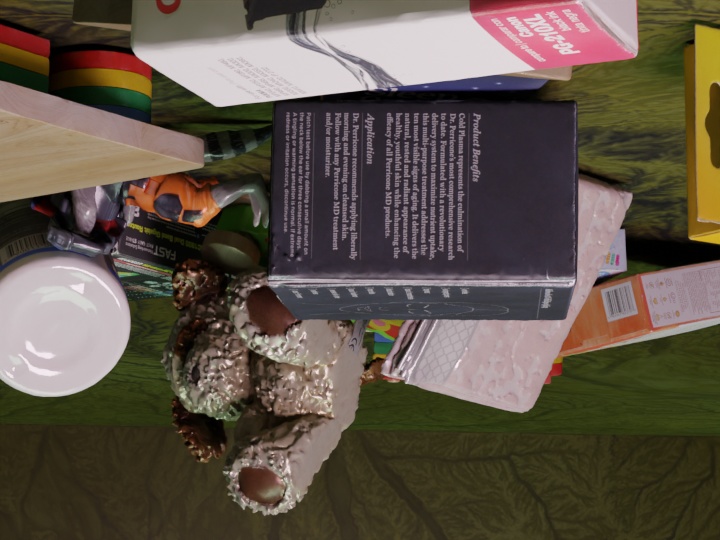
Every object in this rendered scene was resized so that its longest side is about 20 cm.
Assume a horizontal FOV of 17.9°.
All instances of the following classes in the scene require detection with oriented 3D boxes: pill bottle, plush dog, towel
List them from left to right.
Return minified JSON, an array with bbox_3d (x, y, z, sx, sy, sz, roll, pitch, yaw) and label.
[{"bbox_3d":[-0.242,0.002,1.721,0.113,0.115,0.200,3,-157,-16],"label":"pill bottle"},{"bbox_3d":[-0.084,0.074,1.831,0.171,0.202,0.160,13,-160,32],"label":"plush dog"},{"bbox_3d":[0.120,0.011,1.787,0.032,0.201,0.190,33,-168,37],"label":"towel"}]

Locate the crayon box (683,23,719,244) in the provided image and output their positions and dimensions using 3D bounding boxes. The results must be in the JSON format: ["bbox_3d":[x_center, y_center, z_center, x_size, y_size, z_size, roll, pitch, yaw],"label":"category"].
[{"bbox_3d":[0.270,-0.077,1.446,0.199,0.128,0.051,9,167,-35],"label":"crayon box"}]

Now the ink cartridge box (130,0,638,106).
[{"bbox_3d":[0.009,-0.156,0.944,0.198,0.146,0.084,-4,168,23],"label":"ink cartridge box"}]

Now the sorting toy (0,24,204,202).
[{"bbox_3d":[-0.236,-0.104,1.464,0.199,0.070,0.198,-7,168,35],"label":"sorting toy"}]

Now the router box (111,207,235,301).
[{"bbox_3d":[-0.208,-0.021,1.946,0.149,0.063,0.200,-5,169,30],"label":"router box"}]

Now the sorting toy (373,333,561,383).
[{"bbox_3d":[0.114,0.072,2.252,0.197,0.070,0.200,2,-177,14],"label":"sorting toy"}]

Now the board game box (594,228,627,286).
[{"bbox_3d":[0.118,-0.004,2.090,0.197,0.044,0.200,2,170,-14],"label":"board game box"}]

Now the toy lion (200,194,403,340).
[{"bbox_3d":[0.000,0.000,1.839,0.199,0.069,0.192,-7,141,39],"label":"toy lion"}]

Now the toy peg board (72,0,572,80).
[{"bbox_3d":[-0.019,-0.159,1.155,0.198,0.099,0.199,6,-176,-25],"label":"toy peg board"}]

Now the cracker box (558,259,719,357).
[{"bbox_3d":[0.277,0.031,2.110,0.199,0.058,0.133,-7,172,-43],"label":"cracker box"}]

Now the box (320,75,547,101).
[{"bbox_3d":[0.050,-0.126,1.449,0.120,0.033,0.200,2,169,-11],"label":"box"}]

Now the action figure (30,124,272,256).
[{"bbox_3d":[-0.163,-0.074,1.667,0.192,0.106,0.200,9,-166,-7],"label":"action figure"}]

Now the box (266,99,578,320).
[{"bbox_3d":[0.044,-0.036,1.512,0.195,0.125,0.200,2,173,3],"label":"box"}]
